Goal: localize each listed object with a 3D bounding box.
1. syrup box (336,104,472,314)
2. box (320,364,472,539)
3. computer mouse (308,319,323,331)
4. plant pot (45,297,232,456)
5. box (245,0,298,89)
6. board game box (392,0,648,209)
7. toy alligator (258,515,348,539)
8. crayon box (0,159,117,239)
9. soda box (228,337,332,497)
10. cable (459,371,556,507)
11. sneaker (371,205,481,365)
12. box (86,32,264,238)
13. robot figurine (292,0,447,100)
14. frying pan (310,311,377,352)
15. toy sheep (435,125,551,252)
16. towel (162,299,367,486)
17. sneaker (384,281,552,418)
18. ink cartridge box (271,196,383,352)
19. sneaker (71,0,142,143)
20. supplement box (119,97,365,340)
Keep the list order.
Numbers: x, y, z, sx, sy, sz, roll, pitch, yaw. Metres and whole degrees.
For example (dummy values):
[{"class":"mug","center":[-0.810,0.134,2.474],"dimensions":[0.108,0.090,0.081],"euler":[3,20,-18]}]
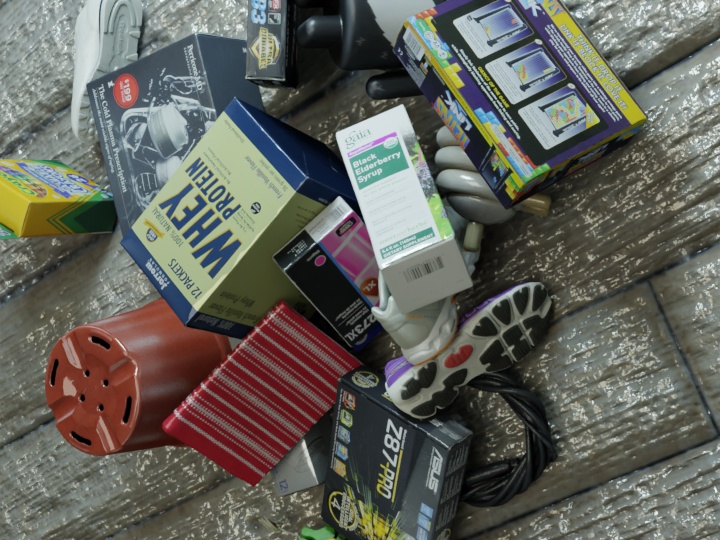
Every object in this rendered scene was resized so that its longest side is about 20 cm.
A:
[{"class":"syrup box","center":[0.041,-0.064,1.313],"dimensions":[0.078,0.082,0.202],"euler":[-22,49,5]},{"class":"box","center":[0.035,0.227,1.450],"dimensions":[0.160,0.049,0.202],"euler":[29,125,31]},{"class":"computer mouse","center":[-0.082,0.034,1.520],"dimensions":[0.058,0.034,0.202],"euler":[-38,57,36]},{"class":"plant pot","center":[-0.257,0.129,1.574],"dimensions":[0.198,0.194,0.204],"euler":[3,96,32]},{"class":"box","center":[-0.093,-0.302,1.437],"dimensions":[0.049,0.199,0.203],"euler":[1,95,-1]},{"class":"board game box","center":[0.153,-0.181,1.276],"dimensions":[0.201,0.164,0.057],"euler":[57,153,14]},{"class":"toy alligator","center":[-0.029,0.321,1.536],"dimensions":[0.199,0.060,0.054],"euler":[29,69,26]},{"class":"crayon box","center":[-0.410,-0.091,1.645],"dimensions":[0.125,0.199,0.052],"euler":[30,109,25]},{"class":"soda box","center":[-0.085,0.156,1.545],"dimensions":[0.063,0.068,0.203],"euler":[-21,82,31]},{"class":"cable","center":[0.118,0.178,1.432],"dimensions":[0.198,0.051,0.166],"euler":[18,104,29]},{"class":"sneaker","center":[0.065,-0.006,1.372],"dimensions":[0.075,0.202,0.092],"euler":[-24,125,36]},{"class":"box","center":[-0.209,-0.155,1.573],"dimensions":[0.180,0.104,0.203],"euler":[-18,85,30]},{"class":"robot figurine","center":[0.032,-0.271,1.364],"dimensions":[0.126,0.197,0.152],"euler":[-110,20,-47]},{"class":"frying pan","center":[-0.014,-0.002,1.508],"dimensions":[0.114,0.031,0.193],"euler":[12,96,32]},{"class":"toy sheep","center":[0.139,-0.117,1.349],"dimensions":[0.136,0.138,0.203],"euler":[10,81,30]},{"class":"towel","center":[-0.106,0.138,1.456],"dimensions":[0.200,0.144,0.023],"euler":[-46,33,10]},{"class":"sneaker","center":[0.108,0.067,1.387],"dimensions":[0.198,0.081,0.084],"euler":[-31,35,-2]},{"class":"ink cartridge box","center":[-0.006,0.015,1.399],"dimensions":[0.095,0.200,0.037],"euler":[-41,48,-2]},{"class":"sneaker","center":[-0.329,-0.261,1.665],"dimensions":[0.080,0.076,0.203],"euler":[23,102,39]},{"class":"supplement box","center":[-0.108,-0.043,1.420],"dimensions":[0.200,0.199,0.134],"euler":[-49,62,12]}]
